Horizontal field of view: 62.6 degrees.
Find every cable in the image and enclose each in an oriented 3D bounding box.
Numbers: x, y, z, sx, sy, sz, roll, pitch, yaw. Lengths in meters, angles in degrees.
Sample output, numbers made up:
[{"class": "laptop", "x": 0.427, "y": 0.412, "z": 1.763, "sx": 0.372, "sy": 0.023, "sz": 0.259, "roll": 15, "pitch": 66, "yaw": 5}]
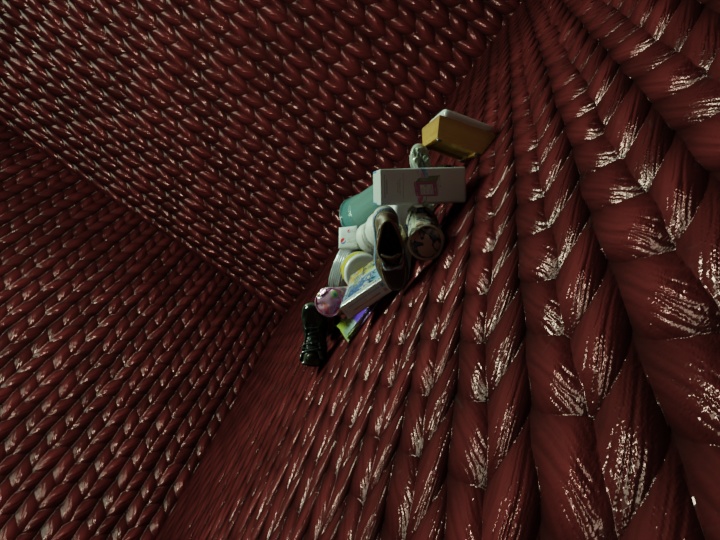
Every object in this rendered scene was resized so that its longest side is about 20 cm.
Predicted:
[{"class": "cable", "x": -0.036, "y": -0.016, "z": 1.987, "sx": 0.200, "sy": 0.069, "sz": 0.200, "roll": -54, "pitch": -20, "yaw": -46}]

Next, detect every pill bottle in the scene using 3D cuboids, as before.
[{"class": "pill bottle", "x": 0.079, "y": -0.116, "z": 1.614, "sx": 0.200, "sy": 0.114, "sz": 0.114, "roll": -25, "pitch": 28, "yaw": 51}, {"class": "pill bottle", "x": 0.000, "y": 0.000, "z": 1.750, "sx": 0.113, "sy": 0.112, "sz": 0.200, "roll": -55, "pitch": 7, "yaw": 1}]

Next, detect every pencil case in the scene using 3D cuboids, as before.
[{"class": "pencil case", "x": -0.064, "y": 0.085, "z": 1.674, "sx": 0.087, "sy": 0.087, "sz": 0.200, "roll": -54, "pitch": -11, "yaw": 8}, {"class": "pencil case", "x": 0.140, "y": -0.086, "z": 1.329, "sx": 0.078, "sy": 0.089, "sz": 0.200, "roll": -54, "pitch": 8, "yaw": 16}]

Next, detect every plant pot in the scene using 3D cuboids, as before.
[{"class": "plant pot", "x": 0.059, "y": -0.215, "z": 2.089, "sx": 0.196, "sy": 0.200, "sz": 0.200, "roll": -35, "pitch": 20, "yaw": 48}]

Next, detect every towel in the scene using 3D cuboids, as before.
[{"class": "towel", "x": 0.008, "y": 0.090, "z": 1.585, "sx": 0.200, "sy": 0.023, "sz": 0.144, "roll": -55, "pitch": 16, "yaw": 1}]

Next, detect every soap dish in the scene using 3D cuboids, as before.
[{"class": "soap dish", "x": 0.254, "y": -0.355, "z": 1.589, "sx": 0.200, "sy": 0.157, "sz": 0.081, "roll": -151, "pitch": 80, "yaw": -82}]

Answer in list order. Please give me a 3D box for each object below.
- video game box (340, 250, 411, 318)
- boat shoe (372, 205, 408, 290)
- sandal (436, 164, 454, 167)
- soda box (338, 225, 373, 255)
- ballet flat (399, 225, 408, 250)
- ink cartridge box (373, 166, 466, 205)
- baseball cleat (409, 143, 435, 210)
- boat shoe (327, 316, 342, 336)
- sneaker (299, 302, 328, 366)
[{"class": "video game box", "x": 0.043, "y": 0.018, "z": 1.484, "sx": 0.182, "sy": 0.047, "sz": 0.200, "roll": -33, "pitch": 15, "yaw": 18}, {"class": "boat shoe", "x": 0.062, "y": -0.035, "z": 1.281, "sx": 0.072, "sy": 0.200, "sz": 0.072, "roll": -13, "pitch": 27, "yaw": 4}, {"class": "sandal", "x": 0.239, "y": -0.259, "z": 1.640, "sx": 0.070, "sy": 0.078, "sz": 0.212, "roll": -23, "pitch": 17, "yaw": 1}, {"class": "soda box", "x": 0.004, "y": -0.086, "z": 1.848, "sx": 0.200, "sy": 0.064, "sz": 0.068, "roll": 18, "pitch": -110, "yaw": -64}, {"class": "ballet flat", "x": 0.088, "y": -0.076, "z": 1.445, "sx": 0.071, "sy": 0.065, "sz": 0.200, "roll": -54, "pitch": 16, "yaw": 7}, {"class": "ink cartridge box", "x": 0.136, "y": -0.197, "z": 1.394, "sx": 0.145, "sy": 0.200, "sz": 0.085, "roll": -126, "pitch": 35, "yaw": -81}, {"class": "baseball cleat", "x": 0.174, "y": -0.250, "z": 1.643, "sx": 0.106, "sy": 0.070, "sz": 0.200, "roll": -85, "pitch": -9, "yaw": -79}, {"class": "boat shoe", "x": -0.092, "y": 0.159, "z": 1.811, "sx": 0.072, "sy": 0.072, "sz": 0.200, "roll": -24, "pitch": -6, "yaw": 3}, {"class": "sneaker", "x": -0.131, "y": 0.192, "z": 1.666, "sx": 0.114, "sy": 0.076, "sz": 0.200, "roll": -84, "pitch": -5, "yaw": -59}]
